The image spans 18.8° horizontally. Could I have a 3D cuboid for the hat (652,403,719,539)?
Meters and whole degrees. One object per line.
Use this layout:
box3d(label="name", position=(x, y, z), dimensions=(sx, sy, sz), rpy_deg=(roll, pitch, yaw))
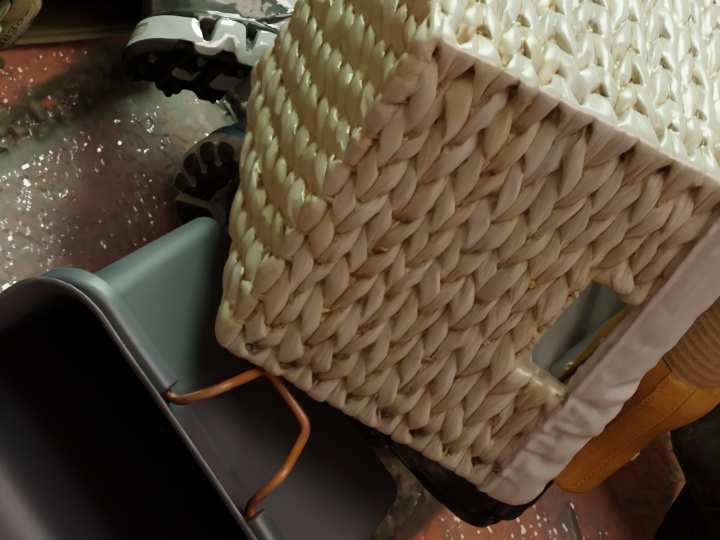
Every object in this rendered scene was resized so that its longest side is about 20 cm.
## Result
box3d(label="hat", position=(0.214, 0.079, 1.132), dimensions=(0.081, 0.200, 0.201), rpy_deg=(53, 45, -16))

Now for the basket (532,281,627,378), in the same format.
box3d(label="basket", position=(0.149, -0.052, 1.137), dimensions=(0.160, 0.199, 0.199), rpy_deg=(-18, 82, -51))

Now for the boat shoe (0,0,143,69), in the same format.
box3d(label="boat shoe", position=(-0.150, -0.130, 1.001), dimensions=(0.199, 0.073, 0.063), rpy_deg=(-23, 82, -46))

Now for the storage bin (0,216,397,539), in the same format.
box3d(label="storage bin", position=(-0.071, 0.073, 0.935), dimensions=(0.201, 0.145, 0.134), rpy_deg=(55, 35, -5))

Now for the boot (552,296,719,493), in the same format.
box3d(label="boot", position=(0.146, 0.007, 0.960), dimensions=(0.071, 0.144, 0.201), rpy_deg=(43, 36, -4))

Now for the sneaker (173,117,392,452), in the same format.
box3d(label="sneaker", position=(0.000, 0.000, 1.070), dimensions=(0.200, 0.078, 0.090), rpy_deg=(54, 38, -11))

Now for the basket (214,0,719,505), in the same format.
box3d(label="basket", position=(0.053, -0.051, 0.893), dimensions=(0.160, 0.198, 0.201), rpy_deg=(23, 40, -17))

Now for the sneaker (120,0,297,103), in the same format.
box3d(label="sneaker", position=(-0.016, -0.115, 1.044), dimensions=(0.199, 0.066, 0.091), rpy_deg=(14, 69, -24))

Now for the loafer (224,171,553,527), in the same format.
box3d(label="loafer", position=(0.006, 0.036, 0.987), dimensions=(0.201, 0.070, 0.068), rpy_deg=(47, 42, 3))
